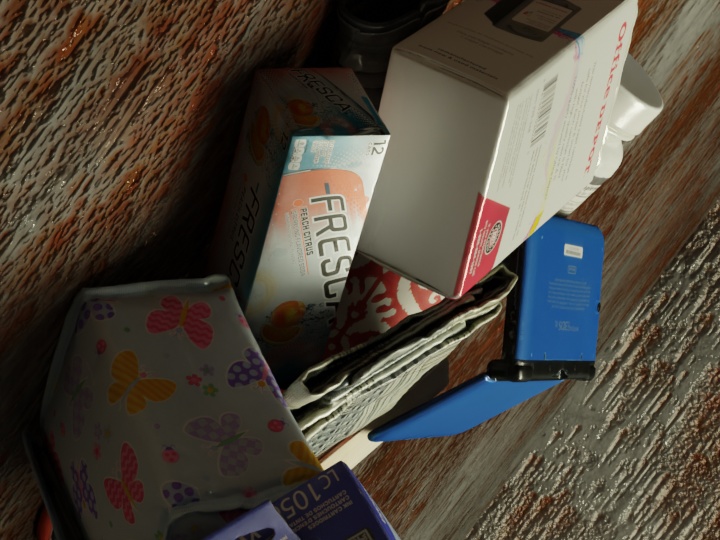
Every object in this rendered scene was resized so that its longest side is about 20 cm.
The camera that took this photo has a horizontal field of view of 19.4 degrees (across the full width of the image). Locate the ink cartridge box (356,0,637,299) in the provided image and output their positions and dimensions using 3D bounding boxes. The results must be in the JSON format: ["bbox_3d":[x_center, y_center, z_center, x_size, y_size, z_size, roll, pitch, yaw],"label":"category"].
[{"bbox_3d":[0.086,-0.094,1.311,0.200,0.085,0.148,-40,148,-52],"label":"ink cartridge box"}]

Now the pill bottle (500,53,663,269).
[{"bbox_3d":[0.122,-0.087,1.562,0.200,0.113,0.113,-45,170,22],"label":"pill bottle"}]

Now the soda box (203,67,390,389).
[{"bbox_3d":[-0.044,-0.022,1.244,0.063,0.068,0.201,-3,132,-24],"label":"soda box"}]

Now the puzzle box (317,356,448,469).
[{"bbox_3d":[-0.038,0.101,1.556,0.200,0.133,0.026,-36,132,-51],"label":"puzzle box"}]

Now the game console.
[{"bbox_3d":[0.096,0.044,1.546,0.200,0.118,0.172,7,88,-69],"label":"game console"}]

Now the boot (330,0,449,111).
[{"bbox_3d":[0.031,-0.132,1.323,0.200,0.070,0.132,-40,157,-59],"label":"boot"}]

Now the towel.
[{"bbox_3d":[-0.006,0.084,1.322,0.192,0.035,0.200,-27,167,-37],"label":"towel"}]

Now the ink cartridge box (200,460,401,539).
[{"bbox_3d":[-0.032,0.188,1.143,0.136,0.076,0.200,-31,150,-1],"label":"ink cartridge box"}]

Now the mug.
[{"bbox_3d":[0.007,0.008,1.471,0.200,0.133,0.177,-54,165,22],"label":"mug"}]

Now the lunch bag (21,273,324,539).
[{"bbox_3d":[-0.118,0.131,1.224,0.127,0.170,0.200,-8,143,-28],"label":"lunch bag"}]

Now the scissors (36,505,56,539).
[{"bbox_3d":[-0.180,0.120,1.371,0.073,0.014,0.200,-43,165,-31],"label":"scissors"}]
